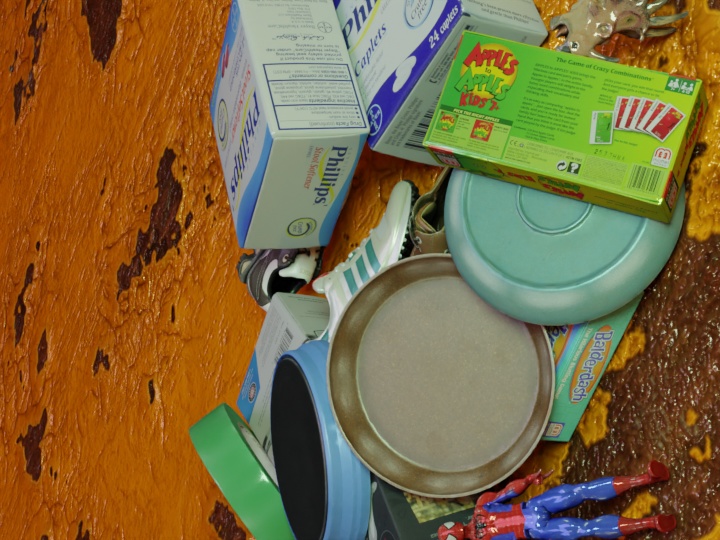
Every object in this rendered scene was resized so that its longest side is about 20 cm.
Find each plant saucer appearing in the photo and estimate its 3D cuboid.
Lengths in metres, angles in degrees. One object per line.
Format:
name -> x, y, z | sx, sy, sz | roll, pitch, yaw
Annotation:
plant saucer -> 0.158, -0.057, 1.110 | 0.198, 0.027, 0.202 | -6, 73, 20
plant saucer -> 0.069, 0.087, 1.162 | 0.198, 0.034, 0.203 | 0, 89, 21

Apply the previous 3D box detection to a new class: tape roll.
tape roll -> -0.103, 0.232, 1.452 | 0.048, 0.201, 0.201 | -37, 38, -2

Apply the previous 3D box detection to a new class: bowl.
bowl -> -0.042, 0.166, 1.280 | 0.200, 0.039, 0.203 | 174, 90, -72

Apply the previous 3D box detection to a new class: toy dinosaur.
toy dinosaur -> 0.237, -0.255, 1.092 | 0.199, 0.085, 0.137 | -35, 63, 31

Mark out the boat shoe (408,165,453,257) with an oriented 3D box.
boat shoe -> 0.074, -0.042, 1.239 | 0.201, 0.067, 0.072 | -61, 34, 33

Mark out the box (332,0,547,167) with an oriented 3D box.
box -> 0.066, -0.240, 1.347 | 0.184, 0.104, 0.201 | -54, 40, 38

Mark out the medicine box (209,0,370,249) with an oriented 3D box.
medicine box -> -0.077, -0.155, 1.408 | 0.183, 0.102, 0.202 | 112, 150, -51

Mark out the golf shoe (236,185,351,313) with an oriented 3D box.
golf shoe -> -0.058, -0.036, 1.531 | 0.201, 0.077, 0.095 | -58, 38, 25

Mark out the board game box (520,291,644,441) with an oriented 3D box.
board game box -> 0.148, 0.027, 1.205 | 0.200, 0.045, 0.153 | 56, 129, 50

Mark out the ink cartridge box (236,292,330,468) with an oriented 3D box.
ink cartridge box -> -0.046, 0.138, 1.470 | 0.200, 0.085, 0.148 | 49, 125, 50

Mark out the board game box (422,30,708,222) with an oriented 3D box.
board game box -> 0.159, -0.114, 1.086 | 0.198, 0.048, 0.103 | 17, 80, 24

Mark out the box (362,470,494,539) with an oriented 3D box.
box -> 0.050, 0.213, 1.247 | 0.123, 0.105, 0.201 | 103, 153, -44

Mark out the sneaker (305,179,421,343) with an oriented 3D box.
sneaker -> 0.000, 0.001, 1.386 | 0.070, 0.092, 0.202 | 20, -96, -76

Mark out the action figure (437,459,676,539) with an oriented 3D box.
action figure -> 0.147, 0.194, 1.097 | 0.199, 0.051, 0.066 | -19, 70, 33

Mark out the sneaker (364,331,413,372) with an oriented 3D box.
sneaker -> 0.053, 0.078, 1.295 | 0.200, 0.075, 0.071 | -22, -59, -79
